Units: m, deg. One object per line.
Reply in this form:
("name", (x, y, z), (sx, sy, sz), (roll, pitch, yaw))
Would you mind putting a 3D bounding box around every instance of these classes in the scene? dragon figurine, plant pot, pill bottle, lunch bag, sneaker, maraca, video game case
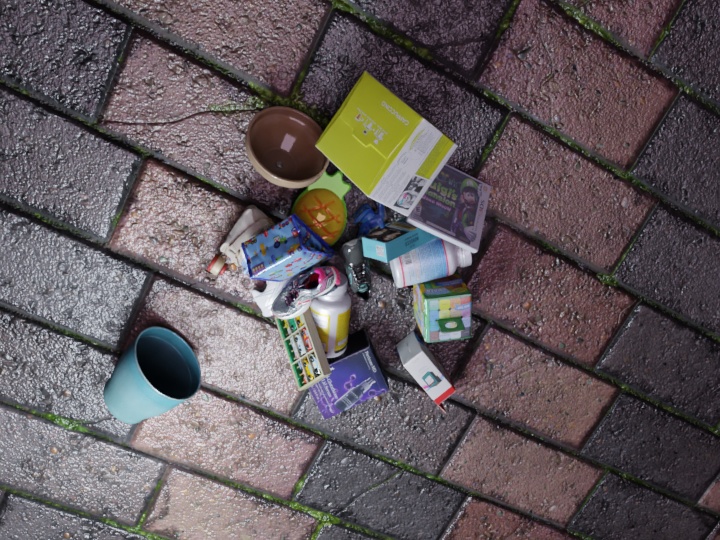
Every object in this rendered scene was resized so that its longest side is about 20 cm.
("dragon figurine", (0.013, -0.124, 1.716), (0.199, 0.059, 0.100), (-37, 112, 7))
("plant pot", (-0.175, -0.264, 1.592), (0.197, 0.205, 0.093), (22, 148, -16))
("pill bottle", (0.174, -0.031, 1.750), (0.195, 0.109, 0.111), (-13, 113, -3))
("lunch bag", (-0.156, -0.029, 1.619), (0.148, 0.096, 0.199), (-26, 156, 16))
("sneaker", (-0.142, 0.046, 1.658), (0.199, 0.074, 0.082), (-36, 69, 23))
("pill bottle", (-0.079, 0.108, 1.751), (0.108, 0.112, 0.204), (1, 120, -9))
("plant pot", (-0.530, 0.276, 1.730), (0.187, 0.202, 0.200), (-37, 113, 24))
("sneaker", (0.000, 0.000, 1.707), (0.074, 0.080, 0.202), (-21, 145, -5))
("maraca", (-0.094, -0.147, 1.665), (0.134, 0.107, 0.204), (12, 109, -11))
("video game case", (0.217, -0.163, 1.694), (0.197, 0.023, 0.185), (22, 68, -16))
("sneaker", (-0.187, 0.031, 1.742), (0.199, 0.075, 0.088), (-38, 106, 6))

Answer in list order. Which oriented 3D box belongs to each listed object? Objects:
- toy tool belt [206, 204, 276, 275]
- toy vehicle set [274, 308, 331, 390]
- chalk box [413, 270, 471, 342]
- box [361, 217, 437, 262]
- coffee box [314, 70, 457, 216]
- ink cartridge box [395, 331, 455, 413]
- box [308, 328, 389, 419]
("toy tool belt", (-0.268, -0.048, 1.671), (0.122, 0.125, 0.201), (34, 104, -10))
("toy vehicle set", (-0.145, 0.183, 1.733), (0.026, 0.204, 0.124), (-8, 160, -40))
("chalk box", (0.209, 0.096, 1.755), (0.121, 0.201, 0.127), (-5, 113, -6))
("box", (0.101, -0.082, 1.680), (0.198, 0.081, 0.050), (-26, 119, -38))
("coffee box", (0.059, -0.278, 1.546), (0.201, 0.200, 0.197), (-52, 151, 13))
("ink cartridge box", (0.185, 0.274, 1.867), (0.067, 0.117, 0.201), (-37, 113, 7))
("box", (-0.042, 0.272, 1.839), (0.197, 0.105, 0.150), (-25, 112, 2))
